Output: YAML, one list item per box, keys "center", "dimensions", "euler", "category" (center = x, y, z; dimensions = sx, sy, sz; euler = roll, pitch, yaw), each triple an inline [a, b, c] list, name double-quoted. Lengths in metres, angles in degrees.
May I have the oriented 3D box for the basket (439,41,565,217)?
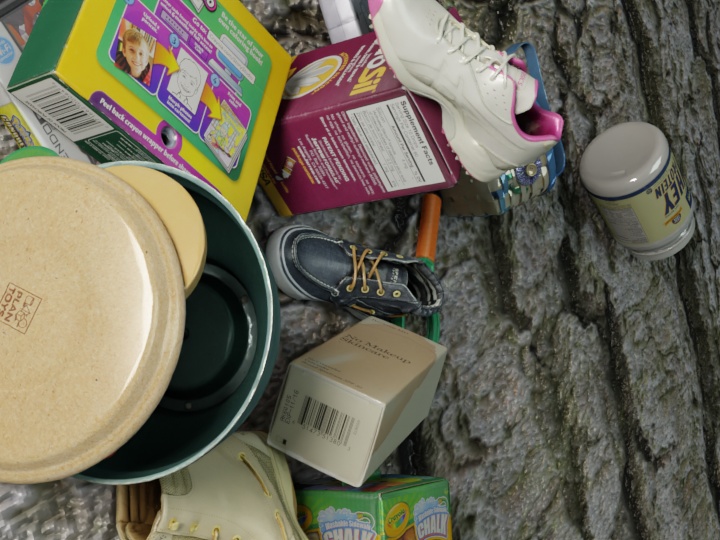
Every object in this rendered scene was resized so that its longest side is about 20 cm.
- center: [0.175, -0.160, 1.155]
  dimensions: [0.200, 0.138, 0.178]
  euler: [-42, 118, -38]
  category: "basket"

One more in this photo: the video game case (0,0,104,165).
- center: [-0.191, -0.145, 0.733]
  dimensions: [0.201, 0.025, 0.182]
  euler: [-55, 127, -43]
  category: "video game case"

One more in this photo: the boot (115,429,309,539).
- center: [-0.104, 0.215, 0.722]
  dimensions: [0.154, 0.072, 0.203]
  euler: [16, 49, -51]
  category: "boot"

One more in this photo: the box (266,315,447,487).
- center: [0.004, 0.110, 0.855]
  dimensions: [0.200, 0.094, 0.079]
  euler: [-26, 135, -69]
  category: "box"

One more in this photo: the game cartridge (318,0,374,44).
- center: [0.011, -0.212, 0.987]
  dimensions: [0.134, 0.040, 0.202]
  euler: [-77, 147, -65]
  category: "game cartridge"

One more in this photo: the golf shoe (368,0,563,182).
- center: [0.084, -0.156, 0.728]
  dimensions: [0.200, 0.091, 0.076]
  euler: [46, 50, -33]
  category: "golf shoe"

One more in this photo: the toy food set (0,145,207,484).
- center: [-0.196, 0.024, 0.572]
  dimensions: [0.049, 0.195, 0.203]
  euler: [51, 48, -78]
  category: "toy food set"

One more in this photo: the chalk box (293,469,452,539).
- center: [0.005, 0.249, 0.863]
  dimensions: [0.124, 0.122, 0.204]
  euler: [4, 81, -54]
  category: "chalk box"

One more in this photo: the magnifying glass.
- center: [0.070, 0.008, 1.085]
  dimensions: [0.079, 0.022, 0.203]
  euler: [33, 61, -47]
  category: "magnifying glass"

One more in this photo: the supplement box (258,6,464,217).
- center: [0.002, -0.138, 0.856]
  dimensions: [0.104, 0.198, 0.132]
  euler: [58, 42, -30]
  category: "supplement box"

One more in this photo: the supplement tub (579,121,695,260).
- center: [0.453, -0.125, 1.539]
  dimensions: [0.200, 0.143, 0.147]
  euler: [48, 48, -39]
  category: "supplement tub"

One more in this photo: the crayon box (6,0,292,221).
- center: [-0.148, -0.152, 0.725]
  dimensions: [0.200, 0.058, 0.175]
  euler: [42, 51, -44]
  category: "crayon box"

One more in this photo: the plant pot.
- center: [-0.141, 0.040, 0.658]
  dimensions: [0.134, 0.197, 0.204]
  euler: [44, 45, -78]
  category: "plant pot"

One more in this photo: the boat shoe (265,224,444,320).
- center: [0.000, 0.000, 0.923]
  dimensions: [0.199, 0.090, 0.072]
  euler: [24, 65, -50]
  category: "boat shoe"
